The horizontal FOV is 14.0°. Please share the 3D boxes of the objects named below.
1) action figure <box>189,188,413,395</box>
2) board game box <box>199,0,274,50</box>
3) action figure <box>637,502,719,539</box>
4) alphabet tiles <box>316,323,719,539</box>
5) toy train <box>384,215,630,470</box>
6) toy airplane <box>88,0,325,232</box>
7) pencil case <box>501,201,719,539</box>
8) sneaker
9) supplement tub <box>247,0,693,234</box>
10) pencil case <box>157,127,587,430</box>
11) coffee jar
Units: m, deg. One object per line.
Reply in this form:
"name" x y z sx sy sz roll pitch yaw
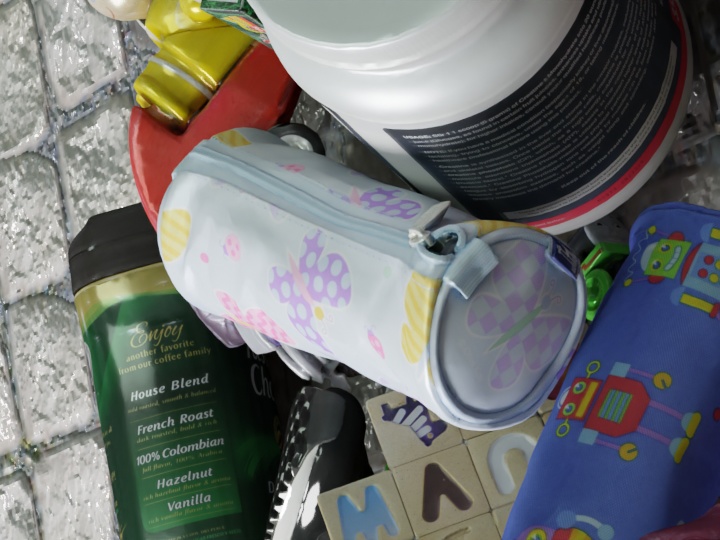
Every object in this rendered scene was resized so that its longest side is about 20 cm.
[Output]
"action figure" 0.001 0.008 1.328 0.200 0.130 0.070 -3 114 56
"board game box" -0.005 -0.134 1.255 0.023 0.200 0.105 9 84 27
"action figure" 0.153 0.096 1.058 0.149 0.199 0.134 64 155 7
"alphabet tiles" 0.079 0.121 1.179 0.006 0.166 0.201 76 174 -62
"toy train" 0.070 0.050 1.301 0.200 0.042 0.057 -54 41 38
"toy airplane" -0.057 -0.135 1.336 0.141 0.199 0.201 17 126 5
"pencil case" 0.111 0.073 1.151 0.078 0.087 0.201 9 61 34
"sneaker" 0.003 0.124 1.310 0.201 0.090 0.070 99 -179 -49
"supplement tub" 0.043 -0.107 1.175 0.140 0.200 0.141 -8 68 21
"pencil case" 0.000 0.000 1.190 0.200 0.091 0.083 21 78 51
"coffee jar" -0.085 0.067 1.444 0.085 0.104 0.201 -15 77 9
